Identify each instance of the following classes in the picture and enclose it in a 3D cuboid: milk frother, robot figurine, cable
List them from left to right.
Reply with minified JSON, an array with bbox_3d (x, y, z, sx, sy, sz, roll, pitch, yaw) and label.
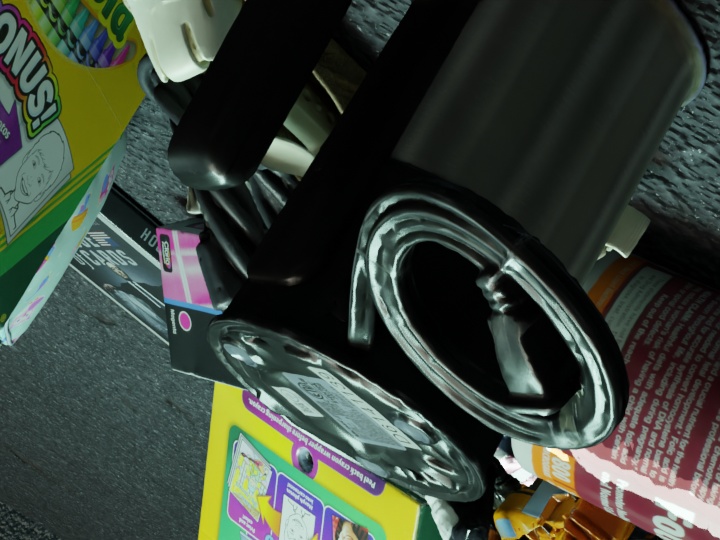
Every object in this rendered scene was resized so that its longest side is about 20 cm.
[{"bbox_3d":[-0.058,-0.031,0.956,0.164,0.050,0.200,62,-171,1],"label":"cable"},{"bbox_3d":[0.055,-0.031,0.680,0.199,0.189,0.181,16,157,39],"label":"milk frother"},{"bbox_3d":[0.121,0.151,1.034,0.144,0.058,0.200,37,167,-5],"label":"robot figurine"}]

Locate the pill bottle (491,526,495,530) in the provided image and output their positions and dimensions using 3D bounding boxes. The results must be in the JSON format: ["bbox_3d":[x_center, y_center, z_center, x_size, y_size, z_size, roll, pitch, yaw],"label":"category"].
[{"bbox_3d":[0.025,0.186,1.311,0.200,0.115,0.116,47,171,30],"label":"pill bottle"}]

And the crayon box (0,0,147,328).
[{"bbox_3d":[-0.176,-0.098,0.881,0.058,0.174,0.200,21,159,25],"label":"crayon box"}]

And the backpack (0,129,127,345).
[{"bbox_3d":[-0.217,-0.059,1.067,0.152,0.177,0.200,27,166,7],"label":"backpack"}]

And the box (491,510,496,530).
[{"bbox_3d":[0.164,0.166,1.241,0.197,0.050,0.200,22,158,27],"label":"box"}]

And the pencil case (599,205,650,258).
[{"bbox_3d":[0.052,-0.017,0.898,0.089,0.078,0.200,44,160,-4],"label":"pencil case"}]

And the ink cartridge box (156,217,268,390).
[{"bbox_3d":[-0.050,0.027,1.167,0.199,0.037,0.096,9,109,46],"label":"ink cartridge box"}]

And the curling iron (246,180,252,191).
[{"bbox_3d":[0.000,0.000,1.038,0.200,0.049,0.026,45,147,33],"label":"curling iron"}]

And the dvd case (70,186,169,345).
[{"bbox_3d":[-0.150,0.002,1.364,0.200,0.025,0.150,41,160,-26],"label":"dvd case"}]

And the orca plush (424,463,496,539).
[{"bbox_3d":[0.041,0.061,1.026,0.105,0.071,0.201,38,-159,-37],"label":"orca plush"}]

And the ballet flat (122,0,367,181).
[{"bbox_3d":[-0.054,-0.096,0.864,0.067,0.073,0.200,-15,134,34],"label":"ballet flat"}]

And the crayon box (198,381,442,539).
[{"bbox_3d":[-0.020,0.173,1.227,0.199,0.058,0.174,29,122,42],"label":"crayon box"}]

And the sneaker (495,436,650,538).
[{"bbox_3d":[0.090,0.092,1.130,0.198,0.071,0.082,25,165,18],"label":"sneaker"}]

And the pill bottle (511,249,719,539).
[{"bbox_3d":[0.178,0.078,0.877,0.199,0.115,0.114,24,161,24],"label":"pill bottle"}]
